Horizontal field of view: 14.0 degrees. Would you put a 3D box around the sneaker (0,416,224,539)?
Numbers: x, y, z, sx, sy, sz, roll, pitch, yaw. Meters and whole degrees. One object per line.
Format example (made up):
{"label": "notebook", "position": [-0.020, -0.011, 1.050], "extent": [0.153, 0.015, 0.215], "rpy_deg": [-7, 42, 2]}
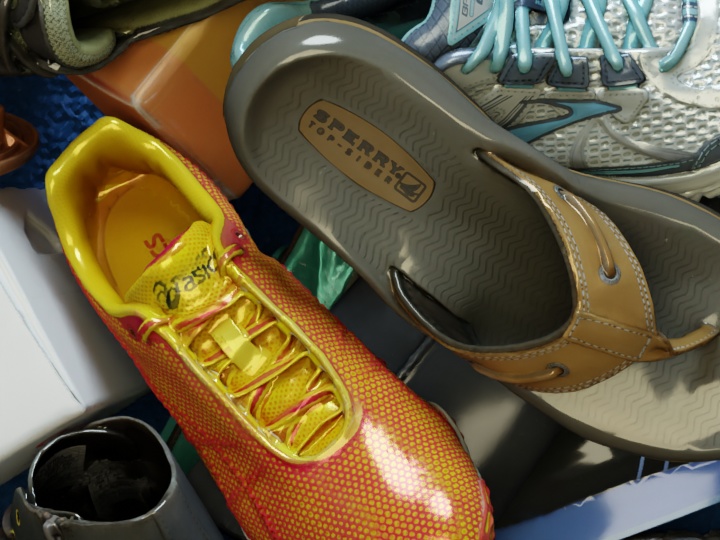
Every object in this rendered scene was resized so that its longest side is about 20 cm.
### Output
{"label": "sneaker", "position": [-0.098, 0.091, 0.958], "extent": [0.075, 0.200, 0.106], "rpy_deg": [-44, 122, -32]}

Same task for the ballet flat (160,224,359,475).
{"label": "ballet flat", "position": [0.000, 0.000, 0.998], "extent": [0.070, 0.067, 0.200], "rpy_deg": [27, 93, 9]}

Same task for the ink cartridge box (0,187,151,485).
{"label": "ink cartridge box", "position": [-0.179, 0.058, 0.982], "extent": [0.200, 0.148, 0.086], "rpy_deg": [-30, 88, 7]}

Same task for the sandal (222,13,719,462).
{"label": "sandal", "position": [0.048, -0.004, 0.856], "extent": [0.200, 0.055, 0.082], "rpy_deg": [35, 107, -8]}

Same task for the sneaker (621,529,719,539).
{"label": "sneaker", "position": [0.170, 0.144, 0.972], "extent": [0.199, 0.075, 0.082], "rpy_deg": [21, 91, 7]}

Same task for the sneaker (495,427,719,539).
{"label": "sneaker", "position": [0.123, 0.033, 0.982], "extent": [0.200, 0.070, 0.078], "rpy_deg": [-22, 88, 6]}

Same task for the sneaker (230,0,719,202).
{"label": "sneaker", "position": [0.052, -0.063, 0.892], "extent": [0.199, 0.086, 0.078], "rpy_deg": [-12, 59, 21]}

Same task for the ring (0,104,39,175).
{"label": "ring", "position": [-0.206, -0.047, 0.960], "extent": [0.200, 0.200, 0.019], "rpy_deg": [3, 102, 7]}

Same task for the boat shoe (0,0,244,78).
{"label": "boat shoe", "position": [-0.095, -0.094, 0.913], "extent": [0.200, 0.072, 0.066], "rpy_deg": [-21, 51, 11]}

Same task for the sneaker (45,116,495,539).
{"label": "sneaker", "position": [-0.036, 0.032, 0.897], "extent": [0.073, 0.077, 0.200], "rpy_deg": [-46, 59, -1]}

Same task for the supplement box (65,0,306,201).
{"label": "supplement box", "position": [-0.015, -0.125, 0.977], "extent": [0.200, 0.067, 0.069], "rpy_deg": [-50, 47, -6]}

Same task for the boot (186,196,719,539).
{"label": "boot", "position": [0.061, 0.042, 0.926], "extent": [0.165, 0.066, 0.200], "rpy_deg": [37, 83, 32]}
